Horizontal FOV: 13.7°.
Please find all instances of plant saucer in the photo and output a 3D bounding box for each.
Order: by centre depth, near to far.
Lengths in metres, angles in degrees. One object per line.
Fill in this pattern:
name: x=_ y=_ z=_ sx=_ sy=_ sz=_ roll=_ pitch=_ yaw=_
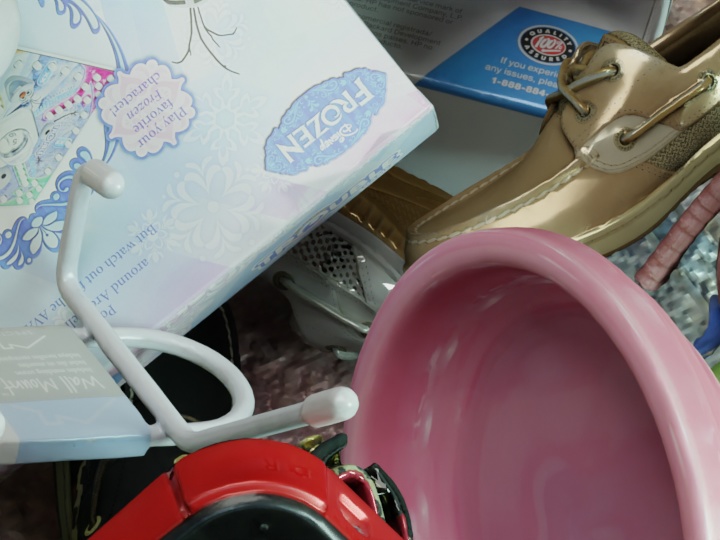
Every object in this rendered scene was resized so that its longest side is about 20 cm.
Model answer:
plant saucer: x=0.067 y=0.085 z=1.007 sx=0.051 sy=0.201 sz=0.201 roll=-6 pitch=51 yaw=-34

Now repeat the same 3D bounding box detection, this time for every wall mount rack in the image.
wall mount rack: x=-0.101 y=0.027 z=0.906 sx=0.199 sy=0.075 sz=0.174 roll=-3 pitch=31 yaw=-34

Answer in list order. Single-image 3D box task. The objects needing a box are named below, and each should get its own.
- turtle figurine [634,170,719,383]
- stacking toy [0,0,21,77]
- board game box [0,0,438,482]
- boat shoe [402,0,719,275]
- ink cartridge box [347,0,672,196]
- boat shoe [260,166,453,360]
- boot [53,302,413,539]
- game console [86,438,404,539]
turtle figurine: x=0.206 y=-0.016 z=1.007 sx=0.200 sy=0.144 sz=0.195 roll=9 pitch=76 yaw=52
stacking toy: x=-0.204 y=-0.055 z=0.977 sx=0.199 sy=0.146 sz=0.146 roll=-24 pitch=58 yaw=-14
board game box: x=-0.111 y=-0.066 z=1.043 sx=0.200 sy=0.043 sz=0.199 roll=-38 pitch=79 yaw=-3
boat shoe: x=0.095 y=-0.056 z=1.083 sx=0.199 sy=0.065 sz=0.071 roll=-29 pitch=18 yaw=-12
ink cartridge box: x=0.054 y=-0.125 z=1.212 sx=0.146 sy=0.086 sz=0.201 roll=15 pitch=54 yaw=9
boat shoe: x=0.000 y=0.000 z=1.138 sx=0.200 sy=0.069 sz=0.071 roll=37 pitch=27 yaw=4
boot: x=-0.040 y=0.076 z=1.023 sx=0.073 sy=0.153 sz=0.205 roll=29 pitch=54 yaw=-30
game console: x=-0.033 y=0.158 z=0.920 sx=0.177 sy=0.200 sz=0.031 roll=-39 pitch=27 yaw=12
